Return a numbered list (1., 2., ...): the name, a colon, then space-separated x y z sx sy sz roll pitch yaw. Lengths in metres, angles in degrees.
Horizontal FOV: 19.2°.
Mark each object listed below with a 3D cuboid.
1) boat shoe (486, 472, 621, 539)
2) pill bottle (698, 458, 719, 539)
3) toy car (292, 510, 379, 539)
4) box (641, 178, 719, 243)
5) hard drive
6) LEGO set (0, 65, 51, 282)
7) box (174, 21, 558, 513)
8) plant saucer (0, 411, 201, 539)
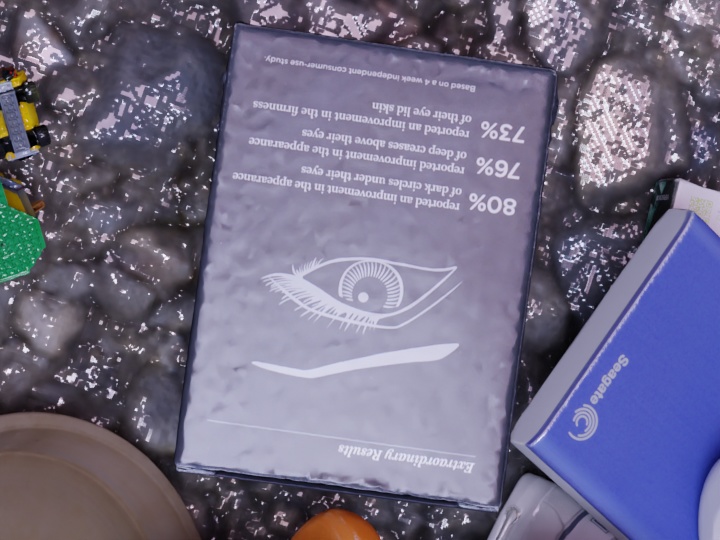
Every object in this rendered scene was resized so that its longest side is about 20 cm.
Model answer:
1. boat shoe: 0.053 0.190 1.008 0.065 0.074 0.200 33 94 26
2. pill bottle: 0.259 0.108 0.945 0.200 0.111 0.111 -13 92 -20
3. toy car: -0.005 0.200 0.907 0.150 0.175 0.201 -19 98 -27
4. box: 0.193 0.068 1.046 0.144 0.036 0.201 15 86 -11
5. hard drive: 0.174 0.086 0.984 0.200 0.025 0.132 42 76 -23
6. LEGO set: -0.241 -0.054 0.944 0.200 0.116 0.154 -25 124 -6
7. box: 0.000 0.000 0.965 0.148 0.104 0.201 9 89 -3
8. plant saucer: -0.150 0.163 0.942 0.200 0.029 0.201 5 82 -41
